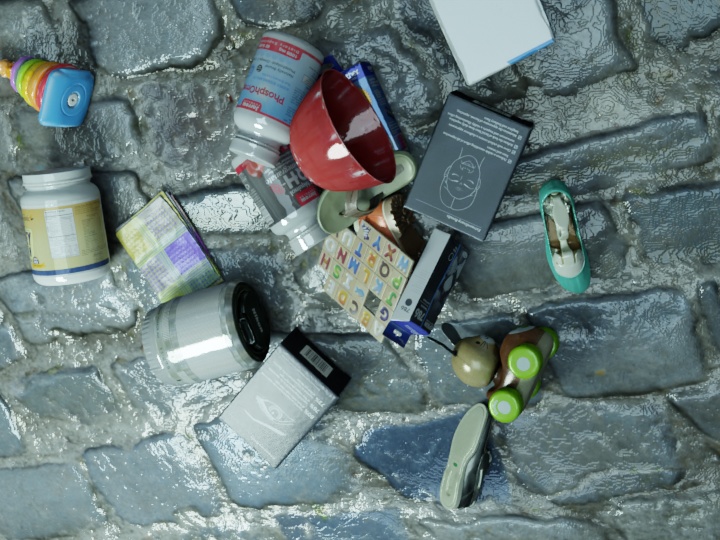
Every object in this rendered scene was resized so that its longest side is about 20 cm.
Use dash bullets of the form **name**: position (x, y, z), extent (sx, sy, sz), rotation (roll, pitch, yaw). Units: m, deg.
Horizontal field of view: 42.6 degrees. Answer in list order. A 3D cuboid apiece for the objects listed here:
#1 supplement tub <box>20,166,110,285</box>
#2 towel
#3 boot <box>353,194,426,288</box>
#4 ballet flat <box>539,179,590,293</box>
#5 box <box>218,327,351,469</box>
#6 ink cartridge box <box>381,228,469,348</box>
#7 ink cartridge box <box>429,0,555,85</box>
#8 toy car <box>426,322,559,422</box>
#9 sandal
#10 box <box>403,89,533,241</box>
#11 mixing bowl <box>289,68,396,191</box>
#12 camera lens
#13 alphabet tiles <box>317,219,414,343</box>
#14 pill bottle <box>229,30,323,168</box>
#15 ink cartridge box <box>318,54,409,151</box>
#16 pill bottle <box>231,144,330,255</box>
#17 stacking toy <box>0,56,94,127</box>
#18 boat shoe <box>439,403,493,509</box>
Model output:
- **supplement tub**: position (-0.544, -0.084, 1.702), extent (0.142, 0.144, 0.203), rotation (-3, 102, 14)
- **towel**: position (-0.362, -0.031, 1.735), extent (0.143, 0.023, 0.201), rotation (-31, 94, 17)
- **boot**: position (0.058, -0.029, 1.619), extent (0.106, 0.075, 0.202), rotation (-13, 106, 36)
- **ballet flat**: position (0.337, -0.050, 1.538), extent (0.066, 0.070, 0.203), rotation (-13, 100, 15)
- **box**: position (-0.138, 0.235, 1.699), extent (0.148, 0.104, 0.200), rotation (42, 109, 1)
- **ink cartridge box**: position (0.112, 0.038, 1.562), extent (0.039, 0.099, 0.202), rotation (25, 86, 31)
- **ink cartridge box**: position (0.208, -0.387, 1.424), extent (0.146, 0.200, 0.146), rotation (-25, 98, 17)
- **toy car**: position (0.215, 0.141, 1.573), extent (0.198, 0.164, 0.160), rotation (27, 108, 18)
- **sandal**: position (0.006, -0.130, 1.536), extent (0.200, 0.058, 0.080), rotation (-35, 115, 19)
- **box**: position (0.180, -0.174, 1.528), extent (0.147, 0.107, 0.202), rotation (24, 106, 6)
- **mixing bowl**: position (-0.041, -0.201, 1.456), extent (0.108, 0.200, 0.202), rotation (-29, 95, 24)
- **camera lens**: position (-0.273, 0.114, 1.675), extent (0.197, 0.160, 0.162), rotation (-16, 99, 16)
- **alphabet tiles**: position (0.000, 0.000, 1.603), extent (0.200, 0.007, 0.169), rotation (40, 124, 34)
- **pill bottle**: position (-0.141, -0.276, 1.502), extent (0.107, 0.109, 0.202), rotation (20, 89, 8)
- **ink cartridge box**: position (-0.022, -0.264, 1.574), extent (0.135, 0.076, 0.202), rotation (-24, 95, 17)
- **pill bottle**: position (-0.129, -0.132, 1.610), extent (0.110, 0.111, 0.201), rotation (-30, 94, 18)
- **stacking toy**: position (-0.595, -0.347, 1.690), extent (0.198, 0.116, 0.111), rotation (27, 108, 21)
- **boat shoe**: position (0.203, 0.336, 1.672), extent (0.067, 0.072, 0.203), rotation (11, 100, -27)
